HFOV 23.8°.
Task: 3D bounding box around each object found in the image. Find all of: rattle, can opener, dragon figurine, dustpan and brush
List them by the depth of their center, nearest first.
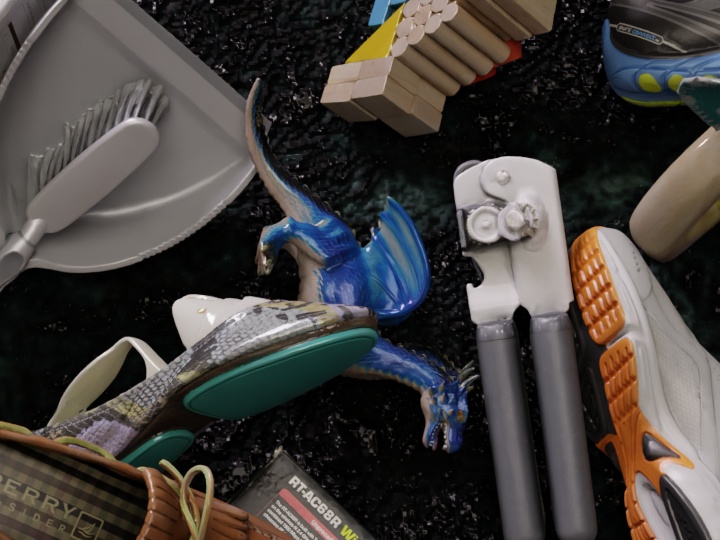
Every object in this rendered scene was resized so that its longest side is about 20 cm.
[{"bbox_3d":[0.209,-0.032,0.809,0.130,0.200,0.143,-21,75,-13],"label":"rattle"},{"bbox_3d":[-0.154,-0.032,0.853,0.200,0.057,0.140,-40,124,15],"label":"dustpan and brush"},{"bbox_3d":[0.085,0.039,0.861,0.053,0.066,0.201,-8,83,6],"label":"can opener"},{"bbox_3d":[0.000,0.000,0.863,0.099,0.059,0.200,-11,80,-8],"label":"dragon figurine"}]

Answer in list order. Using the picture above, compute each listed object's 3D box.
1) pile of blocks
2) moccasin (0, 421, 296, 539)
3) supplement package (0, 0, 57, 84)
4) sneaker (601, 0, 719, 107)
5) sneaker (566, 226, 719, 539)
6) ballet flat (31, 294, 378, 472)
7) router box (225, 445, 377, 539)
[{"bbox_3d":[0.067,-0.144,0.892,0.200,0.062,0.082,-39,45,22],"label":"pile of blocks"},{"bbox_3d":[-0.097,0.115,0.743,0.201,0.078,0.074,31,75,-9],"label":"moccasin"},{"bbox_3d":[-0.241,-0.100,0.847,0.121,0.120,0.200,32,75,4],"label":"supplement package"},{"bbox_3d":[0.226,-0.138,0.908,0.199,0.071,0.083,-6,81,-2],"label":"sneaker"},{"bbox_3d":[0.164,0.069,0.858,0.092,0.076,0.200,-11,72,-28],"label":"sneaker"},{"bbox_3d":[-0.085,0.052,0.813,0.200,0.072,0.072,-33,77,18],"label":"ballet flat"},{"bbox_3d":[-0.019,0.206,0.805,0.200,0.062,0.150,44,78,9],"label":"router box"}]
